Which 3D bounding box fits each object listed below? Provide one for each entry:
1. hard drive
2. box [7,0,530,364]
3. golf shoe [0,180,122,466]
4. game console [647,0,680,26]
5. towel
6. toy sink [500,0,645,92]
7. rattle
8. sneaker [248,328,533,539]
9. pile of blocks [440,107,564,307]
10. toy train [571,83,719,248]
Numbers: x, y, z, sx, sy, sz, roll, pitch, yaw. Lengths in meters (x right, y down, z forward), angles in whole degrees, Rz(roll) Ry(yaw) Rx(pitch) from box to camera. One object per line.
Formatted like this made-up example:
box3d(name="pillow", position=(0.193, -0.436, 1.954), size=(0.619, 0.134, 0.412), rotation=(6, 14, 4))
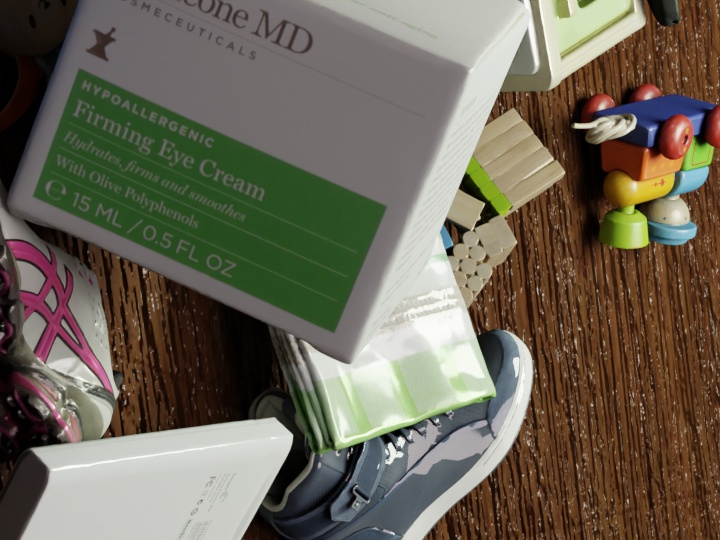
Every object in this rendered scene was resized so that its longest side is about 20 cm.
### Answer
box3d(name="hard drive", position=(-0.133, 0.146, 1.272), size=(0.200, 0.026, 0.132), rotation=(-2, 127, -53))
box3d(name="box", position=(-0.042, -0.087, 1.201), size=(0.200, 0.199, 0.171), rotation=(-52, 165, -71))
box3d(name="golf shoe", position=(-0.182, 0.013, 1.217), size=(0.092, 0.073, 0.200), rotation=(-55, 142, -42))
box3d(name="game console", position=(0.233, -0.300, 1.620), size=(0.200, 0.116, 0.176), rotation=(-100, 175, -55))
box3d(name="towel", position=(0.000, 0.000, 1.405), size=(0.149, 0.031, 0.200), rotation=(-16, 83, -37))
box3d(name="toy sink", position=(0.095, -0.193, 1.533), size=(0.200, 0.112, 0.130), rotation=(-33, 117, -47))
box3d(name="rattle", position=(-0.134, -0.161, 1.216), size=(0.130, 0.143, 0.200), rotation=(49, 46, -65))
box3d(name="sneaker", position=(0.016, 0.094, 1.443), size=(0.202, 0.077, 0.146), rotation=(-52, 132, -10))
box3d(name="pile of blocks", position=(0.062, -0.014, 1.559), size=(0.200, 0.082, 0.062), rotation=(-60, 179, -19))
box3d(name="toy train", position=(0.199, -0.068, 1.717), size=(0.200, 0.085, 0.116), rotation=(-16, 118, -52))
